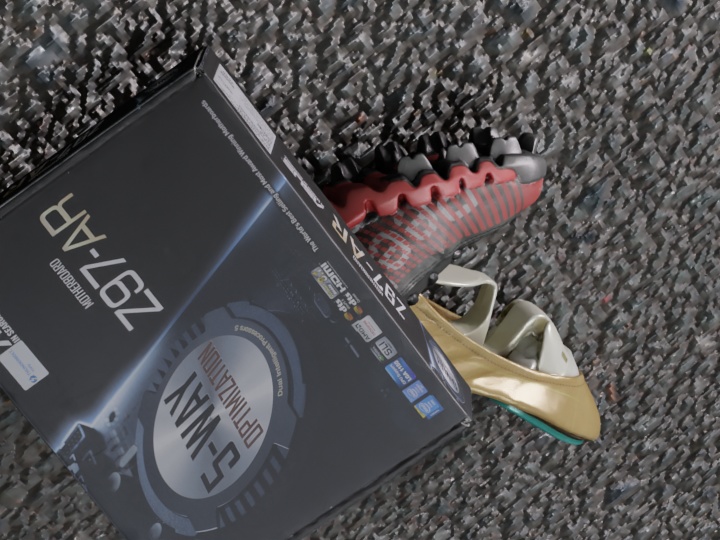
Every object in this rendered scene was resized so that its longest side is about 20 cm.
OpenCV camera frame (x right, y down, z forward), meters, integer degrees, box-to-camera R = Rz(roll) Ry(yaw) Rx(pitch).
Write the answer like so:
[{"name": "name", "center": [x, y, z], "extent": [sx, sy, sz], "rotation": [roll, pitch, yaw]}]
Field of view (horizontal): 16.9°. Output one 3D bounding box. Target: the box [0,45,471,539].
[{"name": "box", "center": [-0.072, 0.027, 1.062], "extent": [0.160, 0.044, 0.200], "rotation": [-34, 103, 12]}]

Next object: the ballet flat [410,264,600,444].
[{"name": "ballet flat", "center": [0.064, 0.037, 1.223], "extent": [0.200, 0.069, 0.063], "rotation": [22, 101, -42]}]

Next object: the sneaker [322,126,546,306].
[{"name": "sneaker", "center": [0.000, 0.000, 1.126], "extent": [0.200, 0.071, 0.098], "rotation": [-22, 101, -9]}]
